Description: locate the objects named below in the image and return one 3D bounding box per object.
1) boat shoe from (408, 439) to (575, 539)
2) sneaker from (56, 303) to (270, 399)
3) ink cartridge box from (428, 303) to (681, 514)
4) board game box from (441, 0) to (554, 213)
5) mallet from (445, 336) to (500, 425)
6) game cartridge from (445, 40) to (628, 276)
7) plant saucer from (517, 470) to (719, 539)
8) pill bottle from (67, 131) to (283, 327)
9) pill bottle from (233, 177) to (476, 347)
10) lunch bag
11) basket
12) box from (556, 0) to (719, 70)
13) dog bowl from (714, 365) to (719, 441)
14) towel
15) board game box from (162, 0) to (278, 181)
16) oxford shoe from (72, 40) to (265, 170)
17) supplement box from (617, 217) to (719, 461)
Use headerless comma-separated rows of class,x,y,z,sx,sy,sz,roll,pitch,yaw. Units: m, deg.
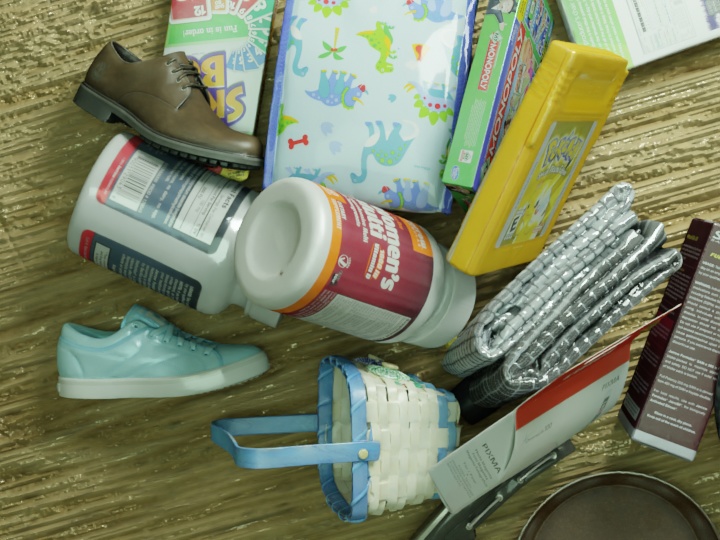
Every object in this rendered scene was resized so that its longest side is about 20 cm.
boat shoe,0.114,0.213,1.281,0.057,0.067,0.200,42,92,4
sneaker,-0.184,0.071,1.280,0.199,0.074,0.082,-5,97,2
ink cartridge box,0.166,0.115,1.141,0.200,0.162,0.057,-38,80,49
board game box,0.120,-0.148,1.195,0.029,0.135,0.201,13,81,18
mallet,0.079,0.041,1.286,0.066,0.041,0.200,-28,89,4
game cartridge,0.156,-0.094,1.184,0.032,0.176,0.200,32,108,19
plant saucer,0.238,0.281,1.297,0.199,0.034,0.201,0,95,2
pill bottle,-0.147,-0.030,1.247,0.199,0.120,0.120,25,95,0
pill bottle,0.000,0.000,1.177,0.200,0.109,0.110,19,97,-42
lunch bag,0.010,-0.156,1.225,0.169,0.127,0.201,6,95,3
basket,-0.024,0.146,1.233,0.199,0.176,0.140,-6,96,-16
box,0.272,-0.267,1.251,0.199,0.036,0.145,-19,94,3
dog bowl,0.402,0.100,1.204,0.200,0.074,0.201,-10,111,-29
towel,0.171,0.031,1.196,0.200,0.166,0.086,-42,84,-10
board game box,-0.134,-0.187,1.282,0.095,0.030,0.201,10,97,2
oxford shoe,-0.162,-0.147,1.227,0.200,0.073,0.085,28,99,20
supplement box,0.294,0.057,1.239,0.061,0.109,0.201,19,96,2
